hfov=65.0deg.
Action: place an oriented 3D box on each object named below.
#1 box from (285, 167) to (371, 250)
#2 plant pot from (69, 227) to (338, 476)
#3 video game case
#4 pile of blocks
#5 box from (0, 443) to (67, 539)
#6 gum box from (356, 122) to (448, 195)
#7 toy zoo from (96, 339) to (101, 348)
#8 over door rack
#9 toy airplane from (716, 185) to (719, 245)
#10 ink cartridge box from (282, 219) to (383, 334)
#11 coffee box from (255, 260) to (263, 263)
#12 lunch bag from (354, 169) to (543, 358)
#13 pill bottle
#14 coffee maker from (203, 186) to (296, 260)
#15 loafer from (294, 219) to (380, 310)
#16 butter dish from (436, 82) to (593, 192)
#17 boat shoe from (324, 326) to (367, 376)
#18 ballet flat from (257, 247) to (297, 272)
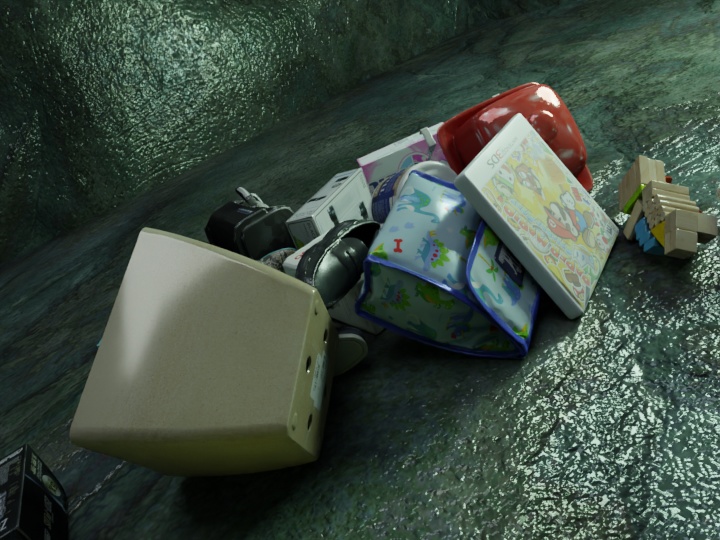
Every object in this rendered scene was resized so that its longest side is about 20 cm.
[{"bbox_3d":[-0.043,-0.086,1.005,0.059,0.118,0.201,-7,30,31],"label":"box"},{"bbox_3d":[-0.124,0.097,0.561,0.173,0.201,0.204,4,64,12],"label":"plant pot"},{"bbox_3d":[0.215,-0.073,0.664,0.182,0.201,0.023,-45,5,-41],"label":"video game case"},{"bbox_3d":[0.365,-0.062,0.671,0.061,0.083,0.201,11,35,2],"label":"pile of blocks"},{"bbox_3d":[-0.415,0.303,0.576,0.198,0.087,0.163,-32,25,-19],"label":"box"},{"bbox_3d":[0.105,-0.196,1.097,0.197,0.115,0.066,-23,24,1],"label":"gum box"},{"bbox_3d":[-0.407,0.093,1.078,0.199,0.021,0.130,-36,27,-26],"label":"toy zoo"},{"bbox_3d":[0.172,-0.182,0.962,0.145,0.201,0.067,-26,65,-9],"label":"over door rack"},{"bbox_3d":[0.437,-0.076,0.524,0.195,0.143,0.201,-17,25,14],"label":"toy airplane"},{"bbox_3d":[0.000,0.000,0.829,0.146,0.084,0.198,-35,27,-27],"label":"ink cartridge box"},{"bbox_3d":[-0.190,0.091,0.769,0.043,0.125,0.199,6,36,42],"label":"coffee box"},{"bbox_3d":[0.114,-0.004,0.652,0.197,0.129,0.171,23,50,8],"label":"lunch bag"},{"bbox_3d":[0.078,-0.104,0.908,0.110,0.113,0.200,-29,8,-15],"label":"pill bottle"},{"bbox_3d":[-0.228,-0.059,1.131,0.193,0.134,0.199,-53,29,-9],"label":"coffee maker"},{"bbox_3d":[-0.023,-0.014,0.690,0.069,0.069,0.201,-19,20,25],"label":"loafer"},{"bbox_3d":[0.238,-0.180,0.809,0.197,0.203,0.148,-25,-8,-7],"label":"butter dish"},{"bbox_3d":[-0.081,0.104,0.708,0.197,0.075,0.062,-24,33,22],"label":"boat shoe"},{"bbox_3d":[-0.186,0.026,0.984,0.197,0.068,0.076,-18,45,25],"label":"ballet flat"}]
